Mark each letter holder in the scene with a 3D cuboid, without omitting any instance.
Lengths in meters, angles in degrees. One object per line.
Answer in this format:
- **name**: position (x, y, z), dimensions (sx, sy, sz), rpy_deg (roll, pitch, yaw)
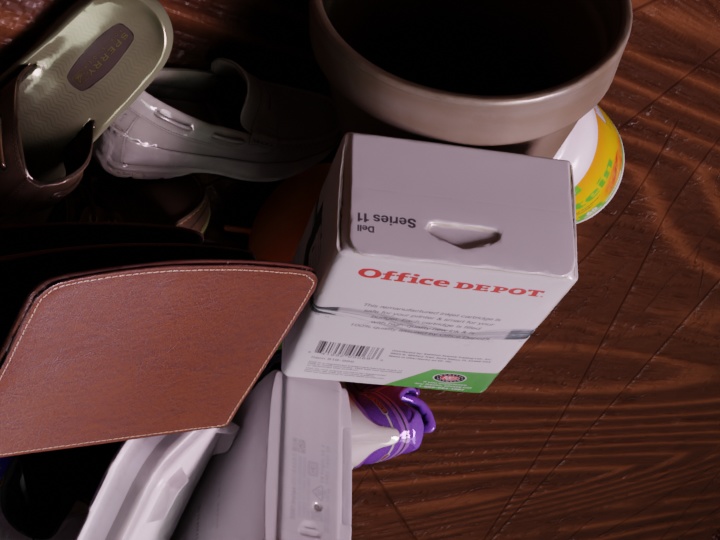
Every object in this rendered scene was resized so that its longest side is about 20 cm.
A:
- **letter holder**: position (-0.143, 0.016, 0.837), dimensions (0.200, 0.101, 0.142), rpy_deg (-3, 136, -47)

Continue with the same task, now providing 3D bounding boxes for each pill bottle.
- **pill bottle**: position (0.136, -0.099, 1.148), dimensions (0.111, 0.111, 0.200), rpy_deg (-48, 162, 10)

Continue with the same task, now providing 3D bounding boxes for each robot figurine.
- **robot figurine**: position (0.001, -0.001, 1.086), dimensions (0.144, 0.200, 0.117), rpy_deg (-23, -146, 55)

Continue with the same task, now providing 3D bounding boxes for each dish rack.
- **dish rack**: position (-0.145, 0.169, 0.973), dimensions (0.200, 0.043, 0.172), rpy_deg (-62, 175, 20)

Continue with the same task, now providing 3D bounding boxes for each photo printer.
- **photo printer**: position (-0.079, 0.180, 1.031), dimensions (0.069, 0.167, 0.200), rpy_deg (17, 143, -23)

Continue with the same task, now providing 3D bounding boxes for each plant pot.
- **plant pot**: position (0.062, -0.117, 0.962), dimensions (0.200, 0.200, 0.174), rpy_deg (-28, 148, -25)

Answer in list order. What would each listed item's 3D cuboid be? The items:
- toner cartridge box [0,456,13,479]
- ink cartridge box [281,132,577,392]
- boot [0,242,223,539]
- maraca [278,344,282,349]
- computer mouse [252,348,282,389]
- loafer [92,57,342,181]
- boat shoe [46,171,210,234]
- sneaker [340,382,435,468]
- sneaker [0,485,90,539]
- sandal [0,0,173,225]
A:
- **toner cartridge box**: position (-0.277, 0.106, 0.965), dimensions (0.095, 0.043, 0.200), rpy_deg (19, 119, -27)
- **ink cartridge box**: position (0.038, 0.002, 0.926), dimensions (0.146, 0.083, 0.200), rpy_deg (7, 155, -11)
- **boot**: position (-0.156, 0.083, 1.009), dimensions (0.200, 0.076, 0.168), rpy_deg (-45, -168, 14)
- **maraca**: position (-0.089, 0.102, 1.182), dimensions (0.137, 0.107, 0.200), rpy_deg (-18, 130, -13)
- **computer mouse**: position (-0.111, 0.101, 1.109), dimensions (0.200, 0.059, 0.034), rpy_deg (-26, -166, 32)
- **loafer**: position (-0.083, -0.099, 0.942), dimensions (0.200, 0.070, 0.070), rpy_deg (-10, 147, -45)
- **boat shoe**: position (-0.178, -0.025, 0.917), dimensions (0.200, 0.072, 0.068), rpy_deg (-21, 147, -31)
- **sneaker**: position (0.013, 0.115, 1.127), dimensions (0.083, 0.081, 0.200), rpy_deg (-3, -173, -3)
- **sneaker**: position (-0.226, 0.179, 1.106), dimensions (0.075, 0.114, 0.200), rpy_deg (-41, 141, 9)
- **sandal**: position (-0.182, -0.077, 0.827), dimensions (0.080, 0.057, 0.201), rpy_deg (35, 96, -27)
